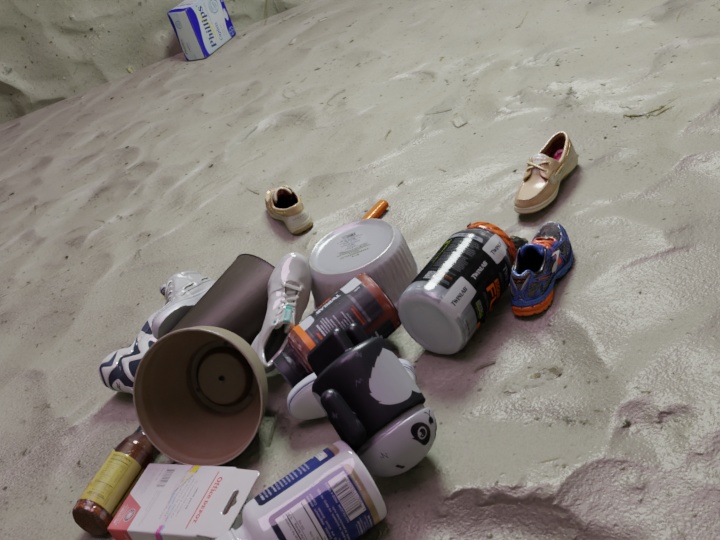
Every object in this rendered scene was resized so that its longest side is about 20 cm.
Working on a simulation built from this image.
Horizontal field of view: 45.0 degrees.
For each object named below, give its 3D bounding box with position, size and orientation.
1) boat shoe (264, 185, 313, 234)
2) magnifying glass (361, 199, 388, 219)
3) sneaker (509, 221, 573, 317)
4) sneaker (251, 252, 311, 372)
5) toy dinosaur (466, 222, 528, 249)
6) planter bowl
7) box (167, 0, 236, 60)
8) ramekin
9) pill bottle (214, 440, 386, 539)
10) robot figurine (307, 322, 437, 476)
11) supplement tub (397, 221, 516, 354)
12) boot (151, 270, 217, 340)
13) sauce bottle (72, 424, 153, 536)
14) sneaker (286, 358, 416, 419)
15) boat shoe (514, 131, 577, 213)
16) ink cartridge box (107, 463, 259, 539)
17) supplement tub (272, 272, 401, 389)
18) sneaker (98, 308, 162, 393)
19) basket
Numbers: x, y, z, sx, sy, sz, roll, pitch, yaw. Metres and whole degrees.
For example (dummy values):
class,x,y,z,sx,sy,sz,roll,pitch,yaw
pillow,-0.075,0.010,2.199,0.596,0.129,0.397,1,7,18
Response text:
class,x,y,z,sx,sy,sz,roll,pitch,yaw
boat shoe,-0.158,-0.145,1.842,0.073,0.070,0.200,-30,32,-14
magnifying glass,-0.010,-0.073,1.684,0.079,0.023,0.200,9,42,41
sneaker,0.281,-0.018,1.356,0.074,0.079,0.201,-2,37,28
sneaker,-0.120,0.067,1.390,0.088,0.074,0.204,157,130,-74
toy dinosaur,0.184,-0.027,1.469,0.198,0.048,0.088,-30,38,-6
planter bowl,-0.224,0.174,1.306,0.196,0.204,0.135,-15,5,11
box,-0.567,-0.884,3.120,0.103,0.186,0.201,5,40,34
ramekin,0.000,0.000,1.485,0.196,0.106,0.202,-17,32,11
pill bottle,-0.075,0.308,1.059,0.198,0.113,0.111,-31,32,-15
robot figurine,0.016,0.169,1.140,0.149,0.125,0.202,-29,74,-21
supplement tub,0.154,0.022,1.335,0.121,0.124,0.200,8,43,40
boot,-0.322,0.060,1.533,0.094,0.075,0.199,24,26,21
sauce bottle,-0.352,0.298,1.302,0.065,0.067,0.201,-5,33,27
sneaker,-0.014,0.179,1.252,0.196,0.074,0.071,-17,27,8
boat shoe,0.327,-0.180,1.567,0.073,0.070,0.200,5,41,37
ink cartridge box,-0.225,0.328,1.168,0.196,0.068,0.117,-5,35,30
supplement tub,-0.039,0.103,1.339,0.199,0.108,0.107,-39,33,-9
sneaker,-0.346,0.147,1.517,0.128,0.081,0.198,19,43,38
basket,-0.222,0.089,1.473,0.179,0.137,0.200,10,47,48
